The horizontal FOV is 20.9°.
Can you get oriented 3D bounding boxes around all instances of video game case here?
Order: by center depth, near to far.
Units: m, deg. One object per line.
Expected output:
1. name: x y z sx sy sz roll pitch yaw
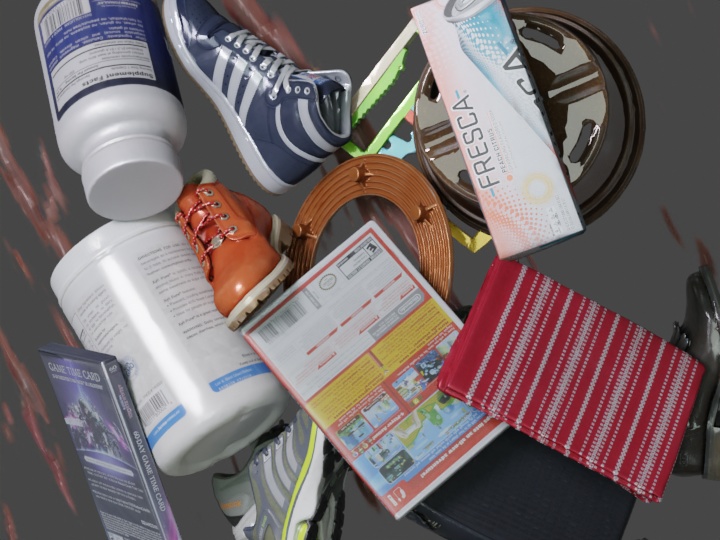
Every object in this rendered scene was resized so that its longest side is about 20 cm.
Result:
1. video game case: 0.020 0.078 1.564 0.143 0.017 0.200 -40 79 -6
2. video game case: -0.211 0.161 1.671 0.019 0.143 0.201 -24 104 -27

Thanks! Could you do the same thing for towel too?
1. towel: 0.170 0.085 1.556 0.200 0.022 0.145 28 56 -4

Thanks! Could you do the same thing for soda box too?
1. soda box: 0.103 -0.110 1.444 0.068 0.064 0.201 -20 89 9

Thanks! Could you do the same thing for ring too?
1. ring: 0.000 0.000 1.651 0.200 0.019 0.201 -6 82 44

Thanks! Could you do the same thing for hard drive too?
1. hard drive: 0.130 0.171 1.590 0.200 0.042 0.135 24 80 -7

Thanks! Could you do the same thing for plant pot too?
1. plant pot: 0.130 -0.124 1.571 0.200 0.198 0.201 0 90 8

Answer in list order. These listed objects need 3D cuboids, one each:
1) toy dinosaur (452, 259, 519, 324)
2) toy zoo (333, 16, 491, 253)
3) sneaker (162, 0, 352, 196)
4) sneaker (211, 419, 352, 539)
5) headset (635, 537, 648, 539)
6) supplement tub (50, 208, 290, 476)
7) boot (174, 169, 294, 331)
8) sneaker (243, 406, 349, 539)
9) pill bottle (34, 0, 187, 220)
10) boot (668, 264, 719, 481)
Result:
1. toy dinosaur: 0.081 0.079 1.665 0.077 0.102 0.201 18 84 26
2. toy zoo: 0.086 -0.107 1.688 0.200 0.020 0.131 39 96 7
3. sneaker: -0.082 -0.174 1.675 0.108 0.070 0.200 -29 93 35
4. sneaker: -0.046 0.154 1.692 0.200 0.074 0.079 -38 80 9
5. headset: 0.148 0.269 1.673 0.200 0.094 0.124 -21 87 25
6. supplement tub: -0.162 0.061 1.663 0.132 0.132 0.200 -35 73 9
7. boot: -0.115 -0.020 1.621 0.107 0.200 0.075 42 102 -16
8. sneaker: -0.052 0.153 1.621 0.081 0.074 0.201 16 95 27
9. pill bottle: -0.208 -0.146 1.653 0.111 0.111 0.200 -22 58 9
10. boot: 0.224 0.096 1.645 0.174 0.069 0.201 0 93 9
